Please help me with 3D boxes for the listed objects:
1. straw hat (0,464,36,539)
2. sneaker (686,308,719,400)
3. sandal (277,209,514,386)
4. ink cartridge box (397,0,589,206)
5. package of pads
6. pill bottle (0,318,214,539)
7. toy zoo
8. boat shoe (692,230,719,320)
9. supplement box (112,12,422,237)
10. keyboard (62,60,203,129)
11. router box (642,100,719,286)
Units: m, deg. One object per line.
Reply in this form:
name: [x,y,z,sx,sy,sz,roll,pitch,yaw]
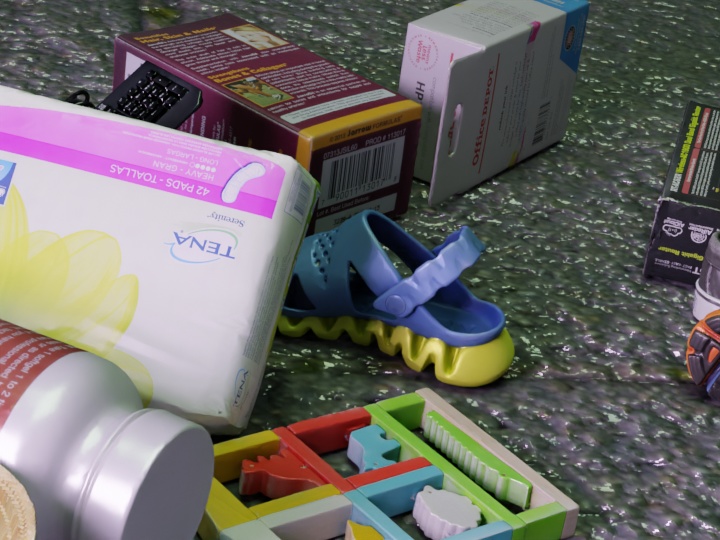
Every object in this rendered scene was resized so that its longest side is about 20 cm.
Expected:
straw hat: [-0.231,0.146,0.760,0.201,0.085,0.201,1,26,-1]
sneaker: [0.299,0.051,1.115,0.200,0.075,0.078,16,24,11]
sandal: [0.000,0.000,1.115,0.200,0.087,0.079,13,29,13]
ink cartridge box: [0.084,-0.132,1.365,0.068,0.115,0.200,23,30,27]
package of pads: [-0.138,-0.004,1.013,0.200,0.155,0.068,14,-11,12]
pill bottle: [-0.175,0.080,0.876,0.200,0.112,0.112,19,28,20]
toy zoo: [-0.005,0.119,0.949,0.200,0.020,0.131,-12,33,-35]
boat shoe: [0.313,0.023,1.179,0.200,0.064,0.071,14,27,11]
supplement box: [-0.069,-0.101,1.292,0.200,0.086,0.110,30,34,36]
keyboard: [-0.192,-0.058,1.107,0.200,0.040,0.104,-45,36,-14]
router box: [0.287,-0.045,1.310,0.150,0.062,0.200,14,27,10]
